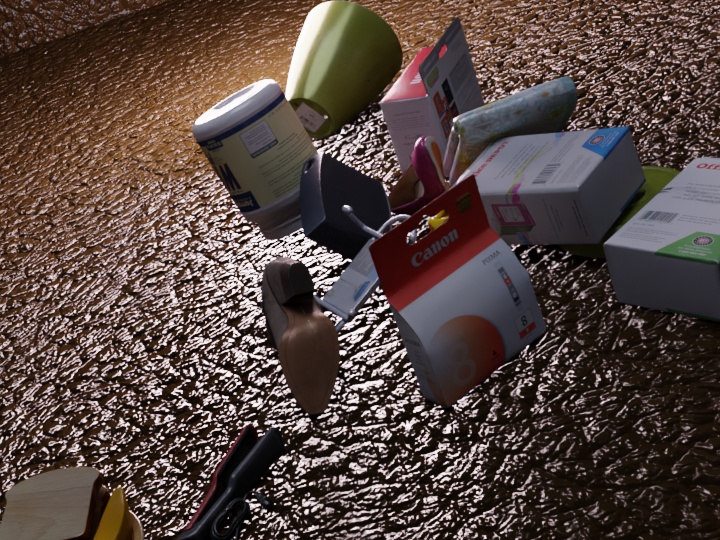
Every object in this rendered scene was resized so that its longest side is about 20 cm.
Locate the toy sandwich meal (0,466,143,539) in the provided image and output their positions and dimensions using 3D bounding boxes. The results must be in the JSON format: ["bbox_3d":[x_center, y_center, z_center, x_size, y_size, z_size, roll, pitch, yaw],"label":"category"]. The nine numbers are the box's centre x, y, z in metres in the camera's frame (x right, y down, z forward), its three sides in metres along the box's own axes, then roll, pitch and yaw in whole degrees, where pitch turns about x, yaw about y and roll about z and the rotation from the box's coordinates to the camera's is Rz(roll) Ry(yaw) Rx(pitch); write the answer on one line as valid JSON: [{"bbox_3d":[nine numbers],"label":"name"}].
[{"bbox_3d":[-0.315,0.285,1.277,0.205,0.070,0.205,-16,27,8],"label":"toy sandwich meal"}]

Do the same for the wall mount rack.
[{"bbox_3d":[0.000,0.000,1.520,0.200,0.075,0.174,-52,37,-8],"label":"wall mount rack"}]

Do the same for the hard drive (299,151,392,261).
[{"bbox_3d":[-0.017,-0.084,1.690,0.042,0.135,0.200,-54,21,27],"label":"hard drive"}]

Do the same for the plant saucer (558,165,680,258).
[{"bbox_3d":[0.336,-0.082,1.562,0.200,0.031,0.200,-15,27,8],"label":"plant saucer"}]

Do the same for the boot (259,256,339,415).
[{"bbox_3d":[-0.078,0.079,1.474,0.070,0.200,0.146,-2,-12,-16],"label":"boot"}]

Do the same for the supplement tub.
[{"bbox_3d":[-0.137,-0.160,1.808,0.145,0.200,0.145,-28,17,9],"label":"supplement tub"}]

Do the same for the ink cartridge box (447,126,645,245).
[{"bbox_3d":[0.230,-0.104,1.552,0.200,0.085,0.145,2,36,42],"label":"ink cartridge box"}]

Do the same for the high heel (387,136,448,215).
[{"bbox_3d":[0.067,-0.123,1.674,0.096,0.067,0.200,-10,-15,7],"label":"high heel"}]

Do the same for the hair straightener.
[{"bbox_3d":[-0.131,0.234,1.281,0.077,0.041,0.200,-1,33,33],"label":"hair straightener"}]

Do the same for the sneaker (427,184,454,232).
[{"bbox_3d":[0.153,-0.094,1.656,0.073,0.077,0.200,-4,29,31],"label":"sneaker"}]

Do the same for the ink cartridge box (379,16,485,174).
[{"bbox_3d":[0.109,-0.266,1.890,0.084,0.176,0.200,-5,30,27],"label":"ink cartridge box"}]

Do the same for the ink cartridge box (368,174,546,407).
[{"bbox_3d":[0.110,0.022,1.335,0.162,0.200,0.050,-35,31,-26],"label":"ink cartridge box"}]

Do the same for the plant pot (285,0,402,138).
[{"bbox_3d":[-0.048,-0.327,2.138,0.187,0.187,0.200,0,48,33],"label":"plant pot"}]

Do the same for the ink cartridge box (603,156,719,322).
[{"bbox_3d":[0.392,-0.040,1.387,0.146,0.084,0.200,13,41,46],"label":"ink cartridge box"}]

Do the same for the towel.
[{"bbox_3d":[0.202,-0.186,1.708,0.171,0.048,0.200,-24,-16,-9],"label":"towel"}]
